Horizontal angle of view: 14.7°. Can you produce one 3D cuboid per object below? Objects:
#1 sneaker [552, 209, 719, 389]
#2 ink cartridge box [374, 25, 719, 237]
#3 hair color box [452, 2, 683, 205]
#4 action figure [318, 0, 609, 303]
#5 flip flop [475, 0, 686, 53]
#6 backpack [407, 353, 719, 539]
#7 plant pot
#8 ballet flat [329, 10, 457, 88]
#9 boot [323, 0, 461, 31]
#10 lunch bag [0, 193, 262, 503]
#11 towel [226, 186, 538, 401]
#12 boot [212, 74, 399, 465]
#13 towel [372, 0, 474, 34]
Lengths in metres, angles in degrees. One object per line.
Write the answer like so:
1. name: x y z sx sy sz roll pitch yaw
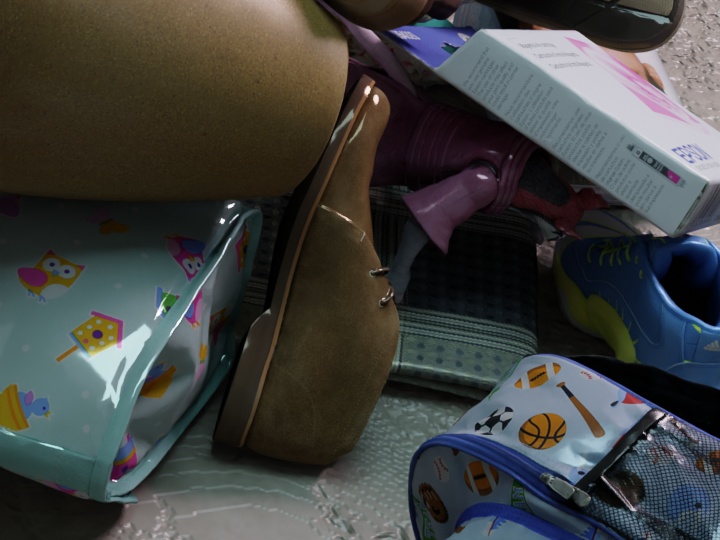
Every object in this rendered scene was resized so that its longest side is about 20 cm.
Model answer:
1. sneaker: 0.163 0.006 1.505 0.075 0.105 0.200 -1 37 -20
2. ink cartridge box: 0.120 -0.093 1.519 0.200 0.043 0.196 37 14 12
3. hair color box: 0.127 -0.120 1.711 0.099 0.061 0.200 2 37 -14
4. action figure: 0.045 -0.070 1.500 0.199 0.150 0.134 17 29 25
5. flip flop: 0.110 -0.185 1.692 0.199 0.081 0.058 26 -3 22
6. backpack: 0.107 0.138 1.249 0.154 0.201 0.190 -30 48 -28
7. plant pot: -0.113 -0.107 1.318 0.199 0.187 0.187 18 30 -25
8. ballet flat: -0.011 -0.156 1.682 0.200 0.064 0.076 31 33 -46
9. boot: -0.035 -0.198 1.407 0.200 0.072 0.166 49 13 6
10. lunch bag: -0.160 0.029 1.351 0.170 0.122 0.200 20 37 9
11. towel: 0.000 0.000 1.534 0.199 0.035 0.193 12 37 -6
12. boot: -0.010 0.001 1.416 0.075 0.201 0.074 18 -8 -3
13. towel: 0.027 -0.204 1.608 0.200 0.037 0.148 -26 60 -42
